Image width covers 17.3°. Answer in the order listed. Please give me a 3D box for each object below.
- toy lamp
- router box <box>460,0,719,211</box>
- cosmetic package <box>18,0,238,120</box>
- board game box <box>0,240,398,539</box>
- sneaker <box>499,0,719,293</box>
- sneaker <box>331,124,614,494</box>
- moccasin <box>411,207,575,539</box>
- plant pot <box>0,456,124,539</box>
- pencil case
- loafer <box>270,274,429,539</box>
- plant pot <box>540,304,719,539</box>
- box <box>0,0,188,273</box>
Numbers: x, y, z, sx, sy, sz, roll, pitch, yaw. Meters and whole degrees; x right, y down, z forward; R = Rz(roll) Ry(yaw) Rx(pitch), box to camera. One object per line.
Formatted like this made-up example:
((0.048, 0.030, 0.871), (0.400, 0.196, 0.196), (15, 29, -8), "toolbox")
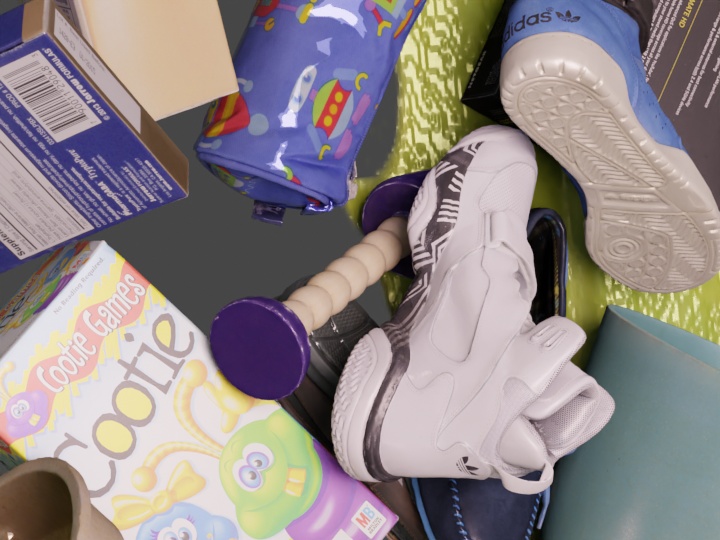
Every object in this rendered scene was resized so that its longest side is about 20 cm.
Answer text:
((0.000, 0.000, 1.172), (0.058, 0.058, 0.200), (61, 37, -9), "toy lamp")
((0.161, -0.147, 1.278), (0.149, 0.051, 0.201), (28, 81, -19), "router box")
((-0.129, -0.175, 1.129), (0.071, 0.105, 0.201), (-21, 110, -21), "cosmetic package")
((-0.098, 0.090, 1.158), (0.200, 0.103, 0.105), (44, 76, -14), "board game box")
((0.130, -0.081, 1.199), (0.200, 0.076, 0.112), (47, 35, -41), "sneaker")
((0.072, 0.021, 1.134), (0.201, 0.114, 0.075), (-64, 148, -27), "sneaker")
((0.068, 0.055, 1.199), (0.080, 0.068, 0.201), (18, 60, -30), "moccasin")
((-0.117, 0.216, 1.069), (0.183, 0.200, 0.201), (36, 78, -24), "plant pot")
((-0.011, -0.121, 1.204), (0.087, 0.078, 0.201), (27, 81, -17), "pencil case")
((0.010, 0.091, 1.228), (0.200, 0.063, 0.072), (53, 38, -14), "loafer")
((0.183, 0.132, 1.215), (0.200, 0.201, 0.162), (24, 95, -18), "plant pot")
((-0.195, -0.043, 1.098), (0.199, 0.033, 0.121), (-23, 135, 18), "box")
